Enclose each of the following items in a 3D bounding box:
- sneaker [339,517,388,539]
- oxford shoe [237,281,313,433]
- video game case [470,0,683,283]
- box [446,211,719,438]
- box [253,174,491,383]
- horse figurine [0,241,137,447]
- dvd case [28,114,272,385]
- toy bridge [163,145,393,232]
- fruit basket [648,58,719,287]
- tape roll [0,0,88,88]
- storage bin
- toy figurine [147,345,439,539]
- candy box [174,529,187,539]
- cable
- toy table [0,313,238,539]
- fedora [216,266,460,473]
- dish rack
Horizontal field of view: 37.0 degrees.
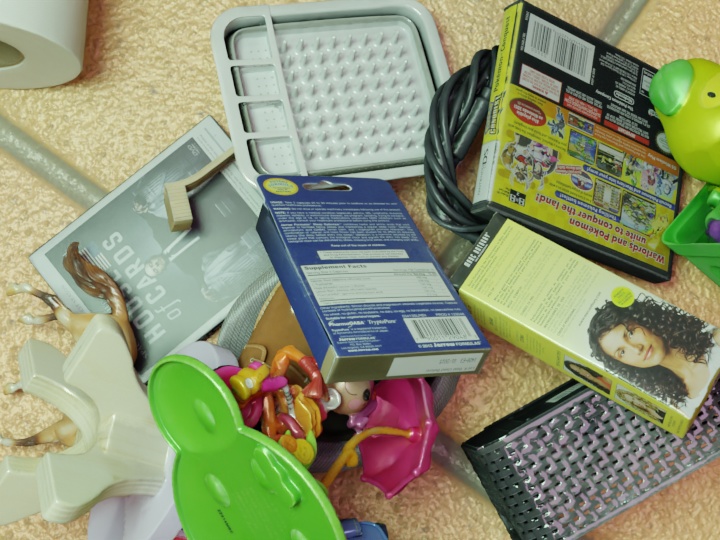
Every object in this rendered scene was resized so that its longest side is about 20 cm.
[{"bbox_3d":[-0.025,0.219,0.807,0.199,0.074,0.083,22,78,-7],"label":"sneaker"},{"bbox_3d":[-0.065,0.083,0.810,0.071,0.071,0.201,23,86,8],"label":"oxford shoe"},{"bbox_3d":[0.189,-0.103,0.893,0.199,0.025,0.181,19,73,-27],"label":"video game case"},{"bbox_3d":[0.166,0.038,0.794,0.200,0.050,0.075,28,71,21],"label":"box"},{"bbox_3d":[0.000,0.000,0.790,0.121,0.032,0.200,-1,42,-26],"label":"box"},{"bbox_3d":[-0.230,0.082,0.882,0.132,0.050,0.201,13,99,9],"label":"horse figurine"},{"bbox_3d":[-0.161,-0.015,0.927,0.200,0.025,0.150,-39,85,-6],"label":"dvd case"},{"bbox_3d":[-0.069,-0.082,0.916,0.199,0.027,0.067,-11,74,-17],"label":"toy bridge"},{"bbox_3d":[0.332,-0.095,0.877,0.215,0.155,0.217,-2,93,-26],"label":"fruit basket"},{"bbox_3d":[-0.319,-0.241,0.862,0.202,0.203,0.140,3,84,-1],"label":"tape roll"},{"bbox_3d":[0.192,0.133,0.861,0.200,0.135,0.094,-28,85,-5],"label":"storage bin"},{"bbox_3d":[-0.028,0.112,0.756,0.184,0.150,0.200,-32,93,-47],"label":"toy figurine"},{"bbox_3d":[-0.100,0.270,0.867,0.199,0.077,0.170,16,82,1],"label":"candy box"},{"bbox_3d":[0.128,-0.104,0.895,0.200,0.051,0.163,-38,106,-25],"label":"cable"},{"bbox_3d":[-0.187,0.127,0.786,0.117,0.184,0.200,23,99,-33],"label":"toy table"},{"bbox_3d":[-0.012,0.069,0.886,0.200,0.090,0.177,-32,84,2],"label":"fedora"},{"bbox_3d":[-0.020,-0.144,0.912,0.199,0.044,0.172,-9,72,-16],"label":"dish rack"}]
